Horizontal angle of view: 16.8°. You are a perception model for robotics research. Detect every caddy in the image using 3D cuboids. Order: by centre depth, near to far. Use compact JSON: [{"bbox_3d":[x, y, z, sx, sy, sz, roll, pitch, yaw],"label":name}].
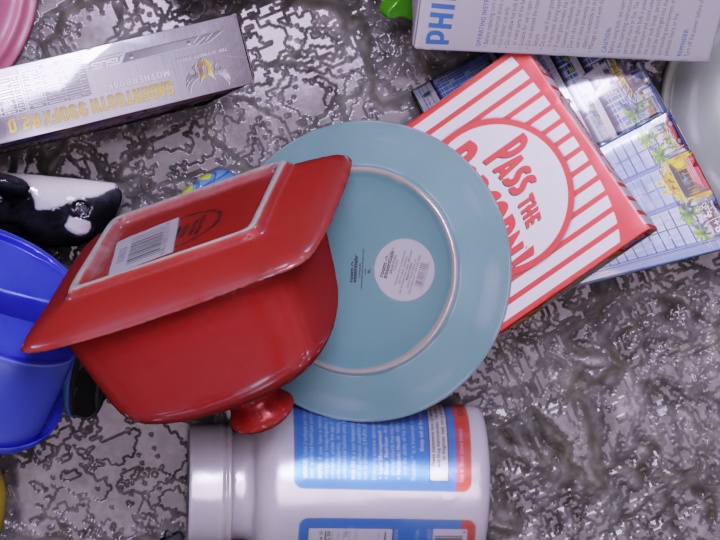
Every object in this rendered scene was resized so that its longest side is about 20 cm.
[{"bbox_3d":[-0.275,0.040,1.563,0.200,0.142,0.105,23,122,-19],"label":"caddy"}]

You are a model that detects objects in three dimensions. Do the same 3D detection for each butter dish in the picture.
[{"bbox_3d":[-0.087,0.035,1.534,0.199,0.200,0.148,-17,109,14],"label":"butter dish"}]

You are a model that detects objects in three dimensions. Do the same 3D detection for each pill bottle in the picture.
[{"bbox_3d":[-0.017,0.145,1.644,0.199,0.112,0.113,2,91,-5],"label":"pill bottle"}]

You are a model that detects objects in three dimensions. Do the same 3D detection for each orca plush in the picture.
[{"bbox_3d":[-0.262,-0.030,1.616,0.199,0.105,0.071,5,87,-19],"label":"orca plush"}]

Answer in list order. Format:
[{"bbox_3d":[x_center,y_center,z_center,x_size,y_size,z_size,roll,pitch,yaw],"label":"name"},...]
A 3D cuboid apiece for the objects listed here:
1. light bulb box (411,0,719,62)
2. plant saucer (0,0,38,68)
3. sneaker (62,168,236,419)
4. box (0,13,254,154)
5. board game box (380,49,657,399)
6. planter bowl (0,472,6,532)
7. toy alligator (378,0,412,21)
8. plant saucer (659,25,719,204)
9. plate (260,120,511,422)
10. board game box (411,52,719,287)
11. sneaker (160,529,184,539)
[{"bbox_3d":[0.133,-0.249,1.600,0.199,0.125,0.199,3,48,-4],"label":"light bulb box"},{"bbox_3d":[-0.319,-0.197,1.647,0.200,0.051,0.201,0,90,-4],"label":"plant saucer"},{"bbox_3d":[-0.133,0.024,1.654,0.083,0.071,0.200,40,85,2],"label":"sneaker"},{"bbox_3d":[-0.183,-0.115,1.589,0.199,0.158,0.048,-15,93,-15],"label":"box"},{"bbox_3d":[0.072,-0.032,1.619,0.200,0.046,0.152,-36,81,10],"label":"board game box"},{"bbox_3d":[-0.297,0.146,1.614,0.200,0.200,0.083,47,51,-4],"label":"planter bowl"},{"bbox_3d":[0.103,-0.199,1.683,0.200,0.059,0.054,-25,129,-20],"label":"toy alligator"},{"bbox_3d":[0.310,-0.112,1.699,0.199,0.050,0.201,0,90,-4],"label":"plant saucer"},{"bbox_3d":[0.000,0.000,1.600,0.200,0.026,0.201,0,88,14],"label":"plate"},{"bbox_3d":[0.124,-0.060,1.672,0.200,0.062,0.200,-28,91,1],"label":"board game box"},{"bbox_3d":[-0.195,0.257,1.654,0.200,0.066,0.091,-25,90,-6],"label":"sneaker"}]
